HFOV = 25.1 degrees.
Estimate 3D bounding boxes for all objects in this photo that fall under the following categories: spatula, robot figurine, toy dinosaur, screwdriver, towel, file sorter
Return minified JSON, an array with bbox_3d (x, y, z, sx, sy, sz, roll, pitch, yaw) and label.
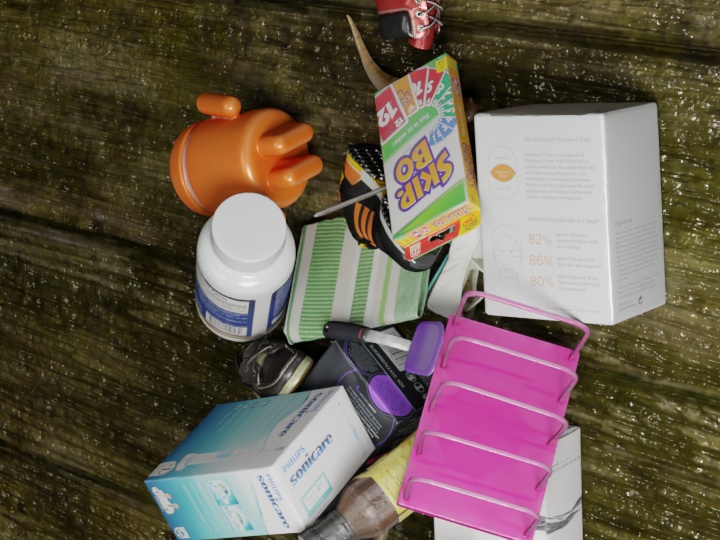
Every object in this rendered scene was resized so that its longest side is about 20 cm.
[{"bbox_3d":[0.022,0.070,1.670,0.199,0.020,0.057,9,78,50],"label":"spatula"},{"bbox_3d":[-0.138,-0.124,1.848,0.198,0.144,0.118,-6,56,40],"label":"robot figurine"},{"bbox_3d":[0.048,-0.183,1.733,0.199,0.060,0.107,29,94,32],"label":"toy dinosaur"},{"bbox_3d":[0.029,-0.090,1.664,0.028,0.199,0.029,26,123,44],"label":"screwdriver"},{"bbox_3d":[0.000,0.000,1.772,0.199,0.023,0.154,-13,56,40],"label":"towel"},{"bbox_3d":[0.130,0.139,1.558,0.137,0.126,0.202,16,72,3],"label":"file sorter"}]

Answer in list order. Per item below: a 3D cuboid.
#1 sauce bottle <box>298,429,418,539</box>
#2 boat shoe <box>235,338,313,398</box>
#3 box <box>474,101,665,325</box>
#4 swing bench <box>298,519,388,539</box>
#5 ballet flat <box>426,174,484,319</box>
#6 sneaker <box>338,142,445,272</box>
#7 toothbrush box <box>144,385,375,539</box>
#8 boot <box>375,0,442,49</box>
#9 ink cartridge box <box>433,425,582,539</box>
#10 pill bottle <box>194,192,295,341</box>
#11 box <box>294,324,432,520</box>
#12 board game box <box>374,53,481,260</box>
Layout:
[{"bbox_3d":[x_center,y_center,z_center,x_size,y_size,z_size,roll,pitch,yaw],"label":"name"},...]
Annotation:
[{"bbox_3d":[0.026,0.222,1.625,0.065,0.199,0.065,49,163,21],"label":"sauce bottle"},{"bbox_3d":[-0.107,0.112,1.839,0.065,0.073,0.200,40,165,-9],"label":"boat shoe"},{"bbox_3d":[0.205,-0.059,1.582,0.151,0.106,0.203,4,102,40],"label":"box"},{"bbox_3d":[0.023,0.362,1.706,0.199,0.128,0.203,-156,62,-63],"label":"swing bench"},{"bbox_3d":[0.120,-0.019,1.675,0.069,0.069,0.201,46,143,23],"label":"ballet flat"},{"bbox_3d":[0.029,-0.048,1.712,0.201,0.069,0.091,-118,37,-45],"label":"sneaker"},{"bbox_3d":[-0.107,0.206,1.721,0.199,0.146,0.086,-14,112,40],"label":"toothbrush box"},{"bbox_3d":[0.082,-0.310,1.660,0.199,0.072,0.146,-17,89,48],"label":"boot"},{"bbox_3d":[0.155,0.258,1.703,0.144,0.084,0.203,6,103,38],"label":"ink cartridge box"},{"bbox_3d":[-0.130,-0.006,1.811,0.111,0.110,0.200,55,161,17],"label":"pill bottle"},{"bbox_3d":[-0.011,0.174,1.808,0.123,0.106,0.200,51,126,19],"label":"box"},{"bbox_3d":[0.067,-0.114,1.628,0.095,0.030,0.202,-26,57,30],"label":"board game box"}]
